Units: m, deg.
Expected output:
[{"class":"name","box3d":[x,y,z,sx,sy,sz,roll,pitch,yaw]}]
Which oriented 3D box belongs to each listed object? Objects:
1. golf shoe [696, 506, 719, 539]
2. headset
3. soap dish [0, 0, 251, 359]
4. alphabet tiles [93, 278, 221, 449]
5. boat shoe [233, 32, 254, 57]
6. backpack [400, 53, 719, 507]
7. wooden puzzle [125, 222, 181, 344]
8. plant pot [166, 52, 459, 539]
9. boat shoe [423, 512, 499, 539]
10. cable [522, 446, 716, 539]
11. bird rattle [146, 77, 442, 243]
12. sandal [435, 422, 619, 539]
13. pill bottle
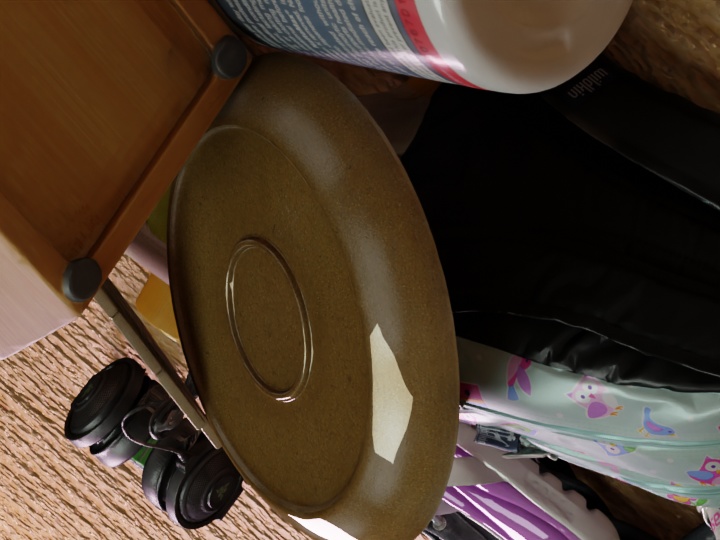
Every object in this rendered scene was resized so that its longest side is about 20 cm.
[{"class":"golf shoe","box3d":[0.166,0.071,1.057,0.199,0.092,0.073,30,153,27]},{"class":"headset","box3d":[-0.121,0.098,1.563,0.123,0.094,0.200,37,170,2]},{"class":"soap dish","box3d":[-0.137,-0.087,0.898,0.081,0.158,0.200,8,147,46]},{"class":"alphabet tiles","box3d":[-0.124,-0.007,1.077,0.167,0.006,0.200,56,176,-30]},{"class":"boat shoe","box3d":[-0.073,-0.053,1.201,0.200,0.093,0.075,46,155,-7]},{"class":"backpack","box3d":[0.105,0.008,0.996,0.199,0.168,0.127,18,156,23]},{"class":"wooden puzzle","box3d":[-0.102,-0.012,1.260,0.185,0.046,0.200,35,-172,15]},{"class":"plant pot","box3d":[-0.028,0.016,0.960,0.200,0.027,0.202,31,127,52]},{"class":"boat shoe","box3d":[0.019,0.112,1.297,0.199,0.068,0.072,32,176,-18]},{"class":"cable","box3d":[0.139,0.103,1.206,0.162,0.051,0.200,22,153,22]},{"class":"bird rattle","box3d":[0.000,0.000,1.097,0.201,0.162,0.113,64,169,-21]},{"class":"sandal","box3d":[0.033,0.102,1.203,0.202,0.050,0.083,27,151,6]},{"class":"pill bottle","box3d":[-0.001,-0.139,0.933,0.199,0.120,0.120,15,143,44]}]
